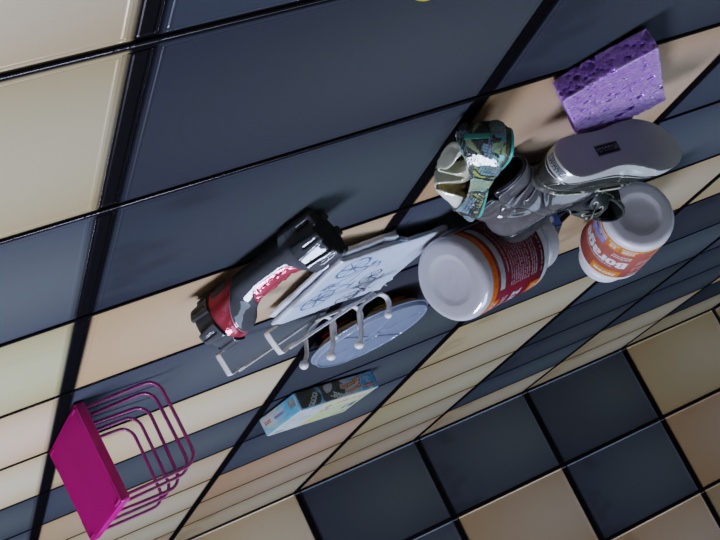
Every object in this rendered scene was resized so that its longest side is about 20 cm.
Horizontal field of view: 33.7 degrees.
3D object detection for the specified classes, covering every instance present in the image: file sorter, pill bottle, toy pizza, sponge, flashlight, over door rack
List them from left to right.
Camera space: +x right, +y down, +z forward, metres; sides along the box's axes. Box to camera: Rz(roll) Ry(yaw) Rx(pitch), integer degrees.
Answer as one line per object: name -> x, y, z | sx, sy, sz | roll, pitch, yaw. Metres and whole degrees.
file sorter -> -0.317, 0.252, 1.600 | 0.125, 0.139, 0.200 | -21, 164, -32
flashlight -> -0.099, 0.014, 1.305 | 0.200, 0.068, 0.068 | -34, 162, 28
over door rack -> -0.069, 0.094, 1.558 | 0.200, 0.067, 0.148 | -19, 175, -39
toy pizza -> 0.011, 0.087, 1.807 | 0.200, 0.032, 0.200 | -26, 165, -7
pill bottle -> 0.176, -0.014, 1.567 | 0.200, 0.113, 0.113 | -23, 167, -46
sponge -> 0.277, -0.197, 1.310 | 0.111, 0.030, 0.200 | -29, 166, 11
pill bottle -> 0.406, -0.052, 1.855 | 0.112, 0.113, 0.200 | -23, 164, -12

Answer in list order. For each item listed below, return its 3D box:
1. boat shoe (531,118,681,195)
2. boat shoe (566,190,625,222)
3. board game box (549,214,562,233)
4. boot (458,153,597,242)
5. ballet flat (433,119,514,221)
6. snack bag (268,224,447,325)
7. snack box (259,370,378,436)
boat shoe -> 0.284, -0.128, 1.381 | 0.199, 0.071, 0.064 | -9, 158, -30
boat shoe -> 0.321, -0.100, 1.658 | 0.069, 0.057, 0.200 | -35, 163, 28
board game box -> 0.227, -0.025, 1.789 | 0.135, 0.035, 0.200 | -26, 165, -3
boot -> 0.218, -0.113, 1.430 | 0.200, 0.070, 0.132 | -43, 148, 14
ballet flat -> 0.113, -0.109, 1.289 | 0.074, 0.074, 0.200 | -23, 163, -14
snack bag -> 0.000, 0.000, 1.518 | 0.200, 0.021, 0.189 | -18, 164, -40
snack box -> -0.073, 0.240, 2.162 | 0.200, 0.037, 0.116 | -12, 159, -45
